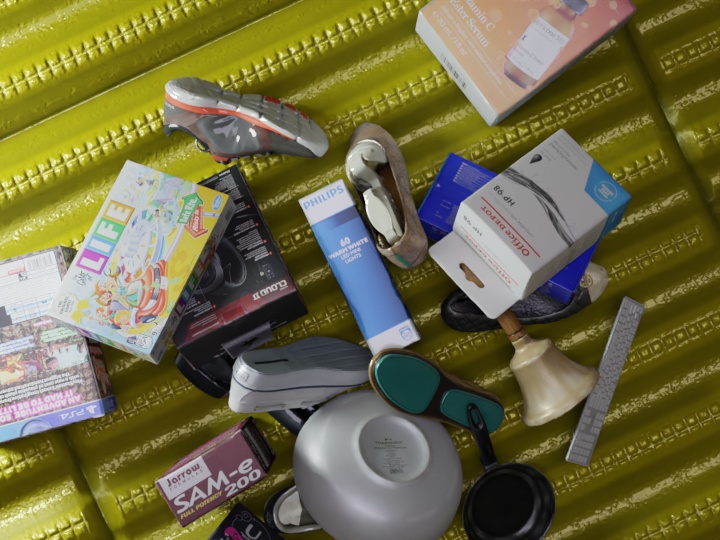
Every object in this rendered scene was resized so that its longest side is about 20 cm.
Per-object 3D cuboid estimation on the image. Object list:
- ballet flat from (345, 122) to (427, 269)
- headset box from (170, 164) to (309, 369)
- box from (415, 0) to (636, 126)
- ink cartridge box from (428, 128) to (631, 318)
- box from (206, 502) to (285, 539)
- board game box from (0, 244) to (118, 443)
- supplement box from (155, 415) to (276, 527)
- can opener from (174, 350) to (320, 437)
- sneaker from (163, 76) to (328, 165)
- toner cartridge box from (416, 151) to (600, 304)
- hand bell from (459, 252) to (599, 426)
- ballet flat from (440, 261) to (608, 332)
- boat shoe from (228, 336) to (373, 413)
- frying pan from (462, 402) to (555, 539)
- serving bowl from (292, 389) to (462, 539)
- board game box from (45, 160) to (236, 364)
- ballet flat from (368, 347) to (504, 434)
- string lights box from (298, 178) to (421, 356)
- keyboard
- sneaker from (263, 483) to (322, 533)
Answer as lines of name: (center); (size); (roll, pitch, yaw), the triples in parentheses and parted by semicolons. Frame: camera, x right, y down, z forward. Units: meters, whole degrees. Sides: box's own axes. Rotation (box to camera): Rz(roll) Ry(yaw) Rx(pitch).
ballet flat: (0.022, -0.094, 1.700); (0.068, 0.067, 0.200); (-37, 59, 23)
headset box: (-0.160, 0.003, 1.696); (0.149, 0.077, 0.200); (-27, 66, -1)
box: (0.186, -0.288, 1.723); (0.200, 0.106, 0.152); (-38, 89, -1)
ink cartridge box: (0.186, -0.052, 1.659); (0.200, 0.067, 0.116); (-37, 73, -22)
box: (-0.111, 0.386, 1.683); (0.200, 0.115, 0.132); (39, 120, 2)
board game box: (-0.384, 0.088, 1.718); (0.159, 0.097, 0.200); (-15, 89, 0)
supplement box: (-0.156, 0.219, 1.663); (0.109, 0.200, 0.061); (-32, 89, 0)
can opener: (-0.117, 0.130, 1.744); (0.200, 0.079, 0.063); (32, 50, -2)
sneaker: (-0.137, -0.160, 1.750); (0.200, 0.077, 0.082); (20, 115, 1)
toner cartridge box: (0.170, -0.049, 1.724); (0.200, 0.043, 0.095); (27, 69, 8)
hand bell: (0.172, 0.066, 1.694); (0.104, 0.104, 0.200); (-36, 101, -1)
ballet flat: (0.192, 0.034, 1.738); (0.200, 0.057, 0.067); (-15, 85, 0)
boat shoe: (-0.069, 0.122, 1.704); (0.200, 0.074, 0.067); (1, 124, -38)
frying pan: (0.144, 0.249, 1.721); (0.115, 0.031, 0.190); (-46, 108, -4)
serving bowl: (0.028, 0.214, 1.676); (0.200, 0.066, 0.200); (10, 54, -14)
board game box: (-0.240, -0.011, 1.656); (0.134, 0.034, 0.200); (19, 71, 17)
ballet flat: (0.075, 0.135, 1.696); (0.200, 0.063, 0.069); (30, 92, -32)
string lights box: (0.000, 0.000, 1.717); (0.059, 0.103, 0.200); (-26, 89, 2)
keyboard: (0.283, 0.129, 1.740); (0.011, 0.056, 0.200); (19, 88, 30)
sneaker: (-0.017, 0.256, 1.717); (0.200, 0.090, 0.067); (-19, 88, -1)
